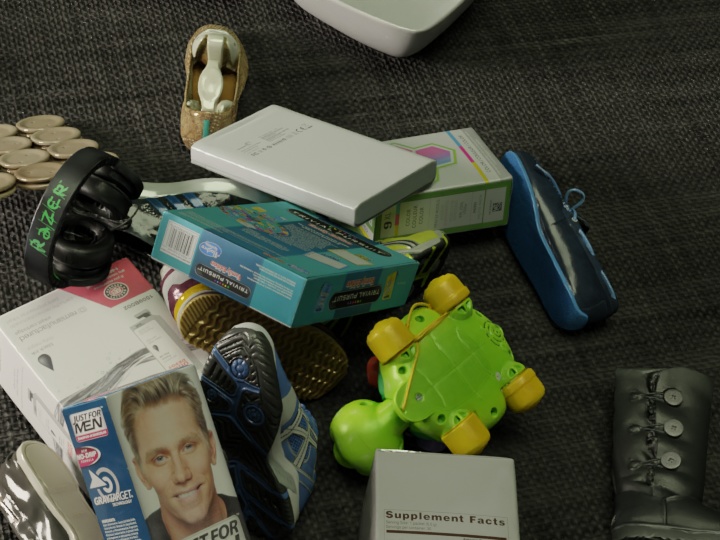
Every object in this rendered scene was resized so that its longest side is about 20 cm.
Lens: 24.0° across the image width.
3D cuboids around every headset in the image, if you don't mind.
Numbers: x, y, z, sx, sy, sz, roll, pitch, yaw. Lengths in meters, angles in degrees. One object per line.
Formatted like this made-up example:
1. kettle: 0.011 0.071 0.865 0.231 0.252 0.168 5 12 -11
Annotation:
1. headset: -0.251 -0.051 1.497 0.094 0.124 0.200 24 5 11

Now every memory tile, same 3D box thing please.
1. memory tile: -0.333 -0.109 1.638 0.153 0.017 0.200 -15 25 -25

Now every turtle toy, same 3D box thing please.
1. turtle toy: 0.057 0.107 1.512 0.200 0.101 0.146 -36 86 -31

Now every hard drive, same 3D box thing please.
1. hard drive: -0.046 -0.104 1.636 0.200 0.026 0.132 22 35 30

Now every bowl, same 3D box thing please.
1. bowl: 0.028 -0.324 1.905 0.200 0.075 0.200 31 51 16

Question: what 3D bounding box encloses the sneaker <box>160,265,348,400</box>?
1. sneaker: -0.092 0.045 1.516 0.200 0.075 0.090 33 16 -40

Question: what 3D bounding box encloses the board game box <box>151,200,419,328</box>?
1. board game box: -0.062 -0.009 1.484 0.151 0.047 0.200 26 16 25

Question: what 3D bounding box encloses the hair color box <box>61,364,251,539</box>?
1. hair color box: -0.154 0.185 1.350 0.100 0.060 0.200 -19 91 -48

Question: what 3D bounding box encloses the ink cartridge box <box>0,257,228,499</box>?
1. ink cartridge box: -0.209 0.103 1.484 0.146 0.083 0.200 -27 58 -30

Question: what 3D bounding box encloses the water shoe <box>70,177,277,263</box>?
1. water shoe: -0.180 -0.043 1.641 0.200 0.072 0.079 0 71 -5

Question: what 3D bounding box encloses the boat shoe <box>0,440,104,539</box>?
1. boat shoe: -0.240 0.231 1.395 0.067 0.057 0.200 9 39 -53

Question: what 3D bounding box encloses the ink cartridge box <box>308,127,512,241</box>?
1. ink cartridge box: 0.039 -0.080 1.686 0.200 0.059 0.104 -10 36 -18

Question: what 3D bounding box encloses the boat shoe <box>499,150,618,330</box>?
1. boat shoe: 0.193 -0.029 1.684 0.069 0.084 0.200 -8 67 -25

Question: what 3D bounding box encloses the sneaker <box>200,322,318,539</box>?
1. sneaker: -0.081 0.126 1.424 0.076 0.200 0.077 10 34 25

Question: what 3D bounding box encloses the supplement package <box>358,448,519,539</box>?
1. supplement package: 0.062 0.261 1.365 0.120 0.121 0.200 5 48 -5

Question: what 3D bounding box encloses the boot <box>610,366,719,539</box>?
1. boot: 0.304 0.180 1.521 0.165 0.066 0.200 12 44 -2

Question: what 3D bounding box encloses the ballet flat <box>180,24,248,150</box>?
1. ballet flat: -0.151 -0.206 1.777 0.070 0.065 0.200 3 48 -7

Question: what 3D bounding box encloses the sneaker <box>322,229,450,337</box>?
1. sneaker: 0.000 0.000 1.616 0.200 0.075 0.076 -25 58 -29
